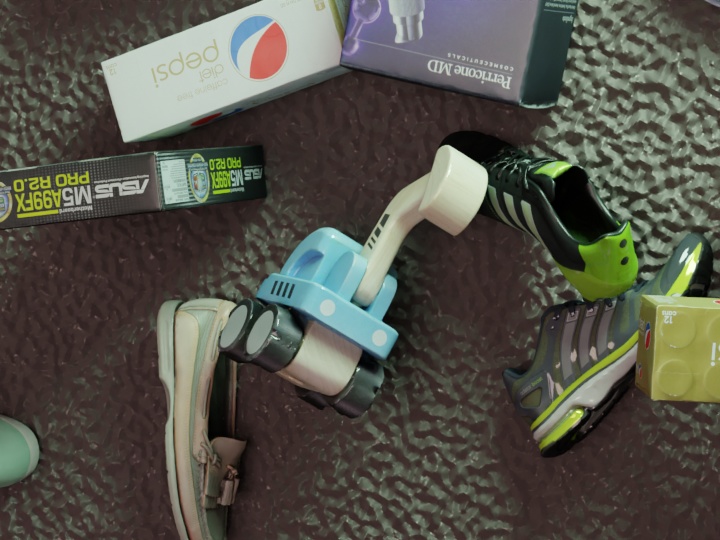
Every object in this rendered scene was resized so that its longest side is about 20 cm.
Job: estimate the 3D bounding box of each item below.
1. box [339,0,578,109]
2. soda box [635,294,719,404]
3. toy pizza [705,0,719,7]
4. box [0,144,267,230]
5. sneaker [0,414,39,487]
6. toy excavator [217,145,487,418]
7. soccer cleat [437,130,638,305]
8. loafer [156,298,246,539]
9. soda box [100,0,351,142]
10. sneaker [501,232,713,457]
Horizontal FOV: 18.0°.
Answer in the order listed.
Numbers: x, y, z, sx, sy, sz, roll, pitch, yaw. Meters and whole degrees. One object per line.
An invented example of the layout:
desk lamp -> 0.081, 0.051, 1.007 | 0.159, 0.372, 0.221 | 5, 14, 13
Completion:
box -> 0.084, -0.229, 1.655 | 0.147, 0.104, 0.202 | 13, 98, 19
soda box -> 0.294, 0.058, 1.579 | 0.198, 0.064, 0.068 | 3, 96, -3
toy pizza -> 0.292, -0.282, 1.610 | 0.198, 0.032, 0.202 | 2, 96, 20
box -> -0.180, -0.063, 1.717 | 0.159, 0.200, 0.045 | -6, 92, 20
sneaker -> -0.374, 0.130, 1.850 | 0.199, 0.118, 0.074 | 15, 101, 20
toy excavator -> 0.000, 0.000, 1.685 | 0.099, 0.194, 0.201 | 29, 82, -21
soccer cleat -> 0.129, -0.057, 1.642 | 0.200, 0.067, 0.081 | 41, 149, 35
loafer -> -0.118, 0.121, 1.781 | 0.062, 0.072, 0.202 | -6, 89, 14
soda box -> -0.095, -0.160, 1.750 | 0.199, 0.064, 0.069 | -18, 88, 21
sneaker -> 0.177, 0.043, 1.659 | 0.081, 0.074, 0.200 | 46, 106, 16
